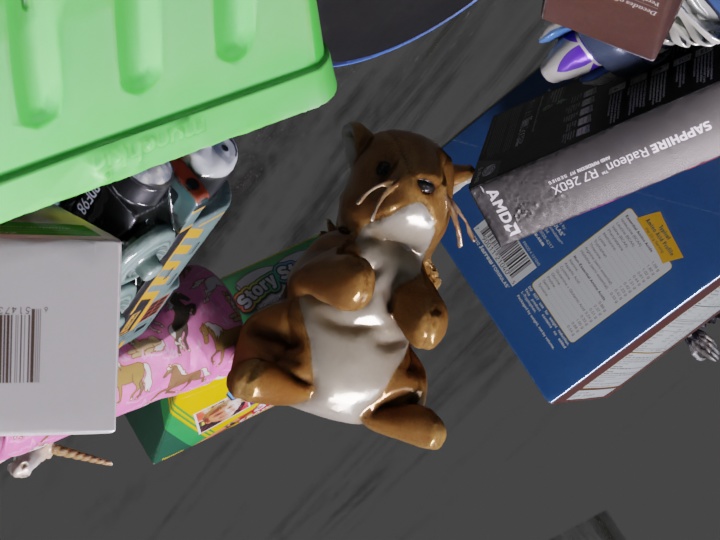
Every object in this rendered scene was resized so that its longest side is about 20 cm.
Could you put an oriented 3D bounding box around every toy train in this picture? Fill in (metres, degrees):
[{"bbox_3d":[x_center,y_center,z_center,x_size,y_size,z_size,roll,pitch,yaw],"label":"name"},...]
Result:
[{"bbox_3d":[-0.140,-0.012,1.023,0.114,0.085,0.200,-34,167,-46],"label":"toy train"}]

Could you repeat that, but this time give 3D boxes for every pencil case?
[{"bbox_3d":[-0.168,0.058,1.148,0.199,0.087,0.083,-19,145,-37],"label":"pencil case"}]

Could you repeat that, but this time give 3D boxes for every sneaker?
[{"bbox_3d":[0.177,-0.150,1.095,0.146,0.081,0.200,-40,-163,13],"label":"sneaker"}]

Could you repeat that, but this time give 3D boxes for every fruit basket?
[{"bbox_3d":[-0.129,-0.079,0.753,0.215,0.156,0.216,-29,146,-22],"label":"fruit basket"}]

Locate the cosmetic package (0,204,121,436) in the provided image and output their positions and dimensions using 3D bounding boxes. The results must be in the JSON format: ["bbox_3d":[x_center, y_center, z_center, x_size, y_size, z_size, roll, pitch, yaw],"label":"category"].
[{"bbox_3d":[-0.174,0.016,0.803,0.107,0.085,0.200,0,-172,-19],"label":"cosmetic package"}]

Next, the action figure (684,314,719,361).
[{"bbox_3d":[0.433,0.051,2.224,0.119,0.102,0.200,-49,159,13],"label":"action figure"}]

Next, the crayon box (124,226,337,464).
[{"bbox_3d":[-0.070,0.050,1.351,0.199,0.058,0.173,-25,162,-26],"label":"crayon box"}]

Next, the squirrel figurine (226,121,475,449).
[{"bbox_3d":[0.000,0.000,1.180,0.200,0.141,0.188,-155,-99,-82],"label":"squirrel figurine"}]

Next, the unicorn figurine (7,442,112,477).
[{"bbox_3d":[-0.291,0.153,1.235,0.200,0.074,0.137,-27,179,35],"label":"unicorn figurine"}]

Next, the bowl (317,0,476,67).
[{"bbox_3d":[0.028,-0.176,0.926,0.200,0.039,0.201,-30,163,-10],"label":"bowl"}]

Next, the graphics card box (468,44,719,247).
[{"bbox_3d":[0.172,-0.095,1.158,0.199,0.051,0.126,-22,-159,21],"label":"graphics card box"}]

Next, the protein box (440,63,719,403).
[{"bbox_3d":[0.178,-0.044,1.298,0.200,0.199,0.135,-39,164,19],"label":"protein box"}]

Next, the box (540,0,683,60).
[{"bbox_3d":[0.149,-0.206,0.911,0.200,0.075,0.100,95,21,-65],"label":"box"}]
